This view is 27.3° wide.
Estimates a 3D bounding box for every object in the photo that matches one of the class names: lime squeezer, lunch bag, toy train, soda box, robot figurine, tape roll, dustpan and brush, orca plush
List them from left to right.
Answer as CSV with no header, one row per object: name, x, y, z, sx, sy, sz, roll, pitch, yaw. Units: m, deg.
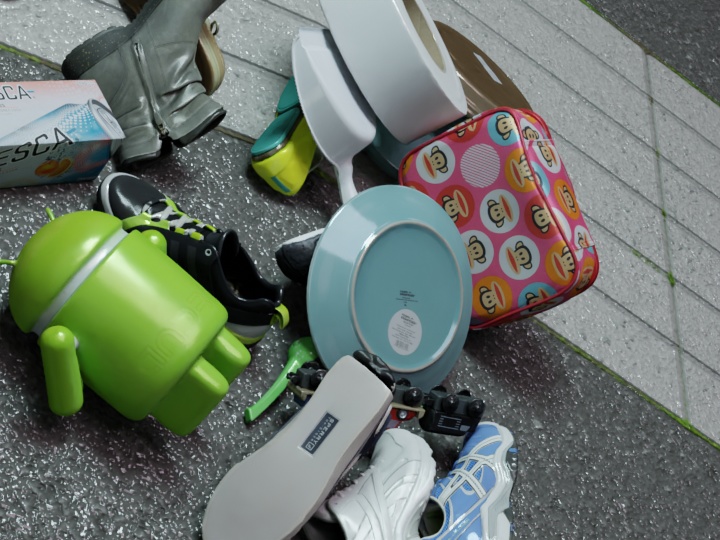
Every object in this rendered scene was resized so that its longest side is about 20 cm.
soda box,-0.299,-0.111,1.219,0.200,0.064,0.068,-10,63,-45
robot figurine,-0.185,0.035,1.147,0.200,0.116,0.175,40,38,-5
lime squeezer,-0.023,0.091,1.304,0.200,0.038,0.071,1,56,-42
dustpan and brush,-0.019,-0.129,1.424,0.200,0.057,0.140,66,20,2
orca plush,0.000,0.000,1.371,0.071,0.105,0.200,66,21,11
toy train,0.021,0.115,1.287,0.200,0.046,0.034,13,10,-30
tape roll,0.032,-0.231,1.484,0.203,0.071,0.202,56,16,-26
lunch bag,0.123,-0.044,1.449,0.082,0.176,0.200,-7,75,-59

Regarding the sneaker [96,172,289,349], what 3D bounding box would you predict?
sneaker,-0.136,-0.022,1.267,0.200,0.083,0.072,45,38,0

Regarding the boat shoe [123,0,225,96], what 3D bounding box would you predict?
boat shoe,-0.178,-0.253,1.444,0.063,0.073,0.200,-12,64,-43

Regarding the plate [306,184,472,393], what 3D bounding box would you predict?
plate,0.036,0.023,1.322,0.200,0.026,0.200,0,91,-42

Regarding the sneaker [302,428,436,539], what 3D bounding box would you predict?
sneaker,0.004,0.195,1.208,0.099,0.078,0.200,19,36,-7

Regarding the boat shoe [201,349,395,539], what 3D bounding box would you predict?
boat shoe,-0.043,0.160,1.184,0.075,0.093,0.200,40,76,18

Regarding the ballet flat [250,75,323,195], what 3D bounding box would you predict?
ballet flat,-0.054,-0.145,1.477,0.067,0.067,0.200,53,37,-24

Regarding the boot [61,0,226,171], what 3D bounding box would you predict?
boot,-0.159,-0.184,1.343,0.131,0.200,0.068,52,-4,10

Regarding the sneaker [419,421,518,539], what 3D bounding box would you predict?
sneaker,0.092,0.194,1.283,0.077,0.076,0.200,11,29,1

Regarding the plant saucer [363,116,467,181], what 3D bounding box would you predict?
plant saucer,0.058,-0.151,1.591,0.200,0.036,0.200,23,43,-24

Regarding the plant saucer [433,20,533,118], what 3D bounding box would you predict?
plant saucer,0.129,-0.214,1.672,0.200,0.029,0.200,37,22,-18
